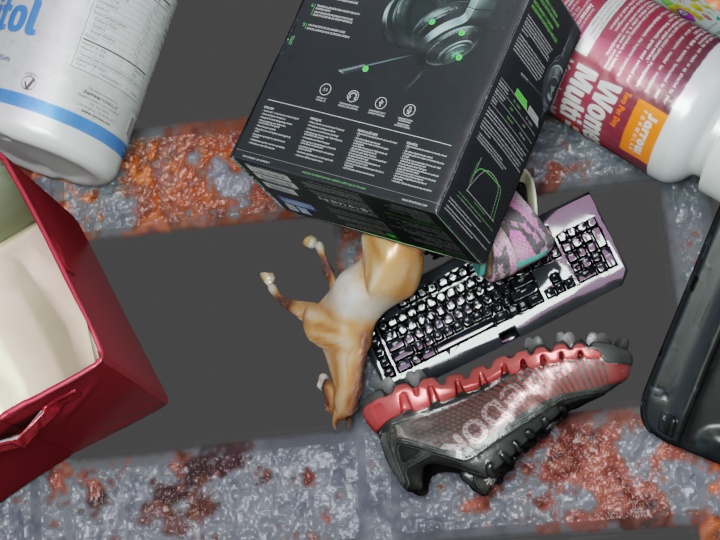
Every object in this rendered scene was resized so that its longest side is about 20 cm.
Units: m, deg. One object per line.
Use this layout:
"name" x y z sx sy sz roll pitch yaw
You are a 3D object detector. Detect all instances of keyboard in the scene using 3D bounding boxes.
"keyboard" 0.088 0.004 1.553 0.199 0.040 0.105 -27 75 2

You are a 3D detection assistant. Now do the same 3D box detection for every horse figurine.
"horse figurine" 0.000 0.000 1.530 0.200 0.050 0.133 -52 50 28

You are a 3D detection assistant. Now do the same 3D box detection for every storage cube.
"storage cube" -0.267 0.047 1.533 0.170 0.180 0.201 -31 73 2

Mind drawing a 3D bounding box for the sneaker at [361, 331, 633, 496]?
"sneaker" 0.104 0.106 1.510 0.199 0.071 0.099 -17 74 8

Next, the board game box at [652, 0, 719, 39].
"board game box" 0.222 -0.253 1.527 0.199 0.105 0.103 34 84 -3

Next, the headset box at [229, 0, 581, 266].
"headset box" 0.035 -0.129 1.462 0.173 0.093 0.202 15 75 30

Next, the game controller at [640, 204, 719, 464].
"game controller" 0.272 0.040 1.481 0.103 0.042 0.202 19 105 -4

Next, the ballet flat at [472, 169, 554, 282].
"ballet flat" 0.085 -0.069 1.543 0.070 0.070 0.201 -12 45 -17

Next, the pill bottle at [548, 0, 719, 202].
"pill bottle" 0.208 -0.132 1.527 0.199 0.110 0.110 33 84 16

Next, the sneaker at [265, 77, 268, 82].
"sneaker" -0.020 -0.153 1.594 0.084 0.075 0.201 19 75 26

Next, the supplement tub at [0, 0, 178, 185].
"supplement tub" -0.215 -0.178 1.602 0.131 0.132 0.202 15 80 13
